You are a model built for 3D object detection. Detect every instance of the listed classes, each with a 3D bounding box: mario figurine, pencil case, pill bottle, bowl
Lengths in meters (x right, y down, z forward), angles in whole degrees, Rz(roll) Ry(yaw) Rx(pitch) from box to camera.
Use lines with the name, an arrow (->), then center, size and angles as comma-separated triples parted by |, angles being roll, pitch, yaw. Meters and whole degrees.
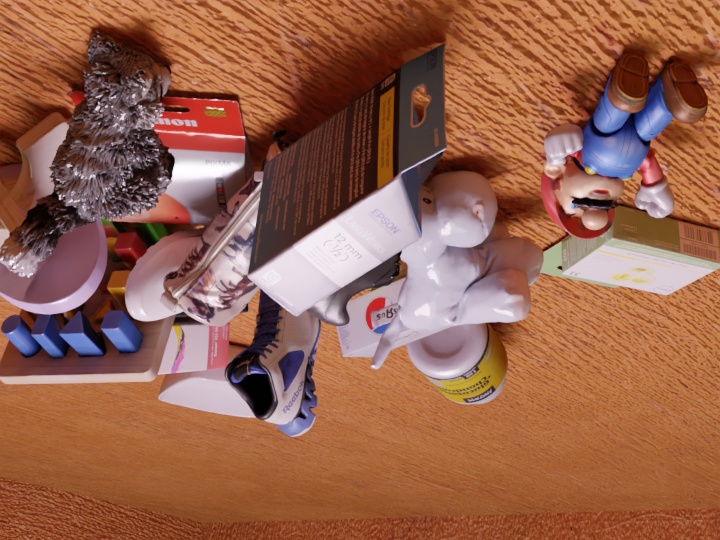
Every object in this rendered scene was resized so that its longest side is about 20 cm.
mario figurine -> 0.216, -0.085, 0.874 | 0.123, 0.106, 0.201 | 38, 151, 9
pencil case -> -0.108, -0.035, 0.982 | 0.200, 0.078, 0.089 | -49, 148, 16
pill bottle -> 0.140, 0.118, 1.403 | 0.110, 0.114, 0.200 | -4, 157, 20
bowl -> -0.212, 0.176, 1.674 | 0.197, 0.076, 0.199 | 16, 156, -26

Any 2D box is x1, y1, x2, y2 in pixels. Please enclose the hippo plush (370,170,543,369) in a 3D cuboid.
hippo plush -> 0.078, -0.033, 1.050 | 0.197, 0.160, 0.162 | -17, 123, 12

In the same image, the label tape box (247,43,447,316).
label tape box -> 0.005, -0.073, 0.822 | 0.198, 0.145, 0.066 | -30, 126, 27

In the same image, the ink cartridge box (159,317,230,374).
ink cartridge box -> -0.287, 0.097, 1.382 | 0.115, 0.069, 0.198 | 7, -175, 42

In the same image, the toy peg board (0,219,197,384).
toy peg board -> -0.305, 0.012, 1.128 | 0.197, 0.202, 0.098 | -4, 142, 20

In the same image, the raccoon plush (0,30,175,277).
raccoon plush -> -0.223, -0.094, 0.845 | 0.096, 0.202, 0.135 | 24, 153, 11

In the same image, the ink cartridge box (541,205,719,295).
ink cartridge box -> 0.287, -0.005, 1.157 | 0.143, 0.049, 0.200 | 11, 155, -18

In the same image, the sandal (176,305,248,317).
sandal -> -0.248, 0.038, 1.372 | 0.197, 0.049, 0.075 | -2, 177, -25

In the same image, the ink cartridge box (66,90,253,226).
ink cartridge box -> -0.186, -0.101, 0.998 | 0.159, 0.051, 0.200 | 4, 162, 0

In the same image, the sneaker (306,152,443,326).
sneaker -> 0.012, -0.037, 0.933 | 0.091, 0.200, 0.076 | 41, -175, -14

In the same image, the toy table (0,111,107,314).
toy table -> -0.336, -0.058, 0.985 | 0.199, 0.184, 0.118 | 31, 161, 28

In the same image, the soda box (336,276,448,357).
soda box -> 0.066, 0.044, 1.233 | 0.198, 0.065, 0.068 | -23, 162, 30

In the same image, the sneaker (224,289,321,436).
sneaker -> -0.110, 0.101, 1.287 | 0.080, 0.203, 0.115 | -14, 161, 30

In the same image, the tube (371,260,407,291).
tube -> 0.000, 0.000, 1.224 | 0.198, 0.053, 0.058 | 11, -164, -36

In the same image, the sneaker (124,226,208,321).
sneaker -> -0.153, -0.004, 1.077 | 0.080, 0.199, 0.077 | 25, 138, 48
